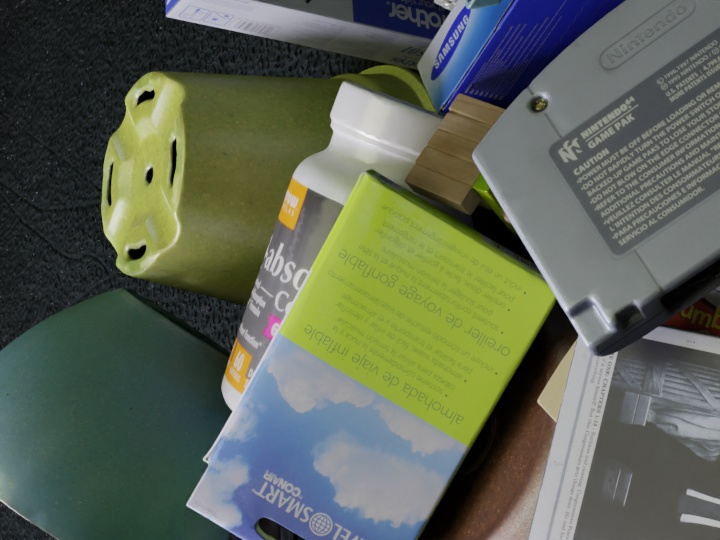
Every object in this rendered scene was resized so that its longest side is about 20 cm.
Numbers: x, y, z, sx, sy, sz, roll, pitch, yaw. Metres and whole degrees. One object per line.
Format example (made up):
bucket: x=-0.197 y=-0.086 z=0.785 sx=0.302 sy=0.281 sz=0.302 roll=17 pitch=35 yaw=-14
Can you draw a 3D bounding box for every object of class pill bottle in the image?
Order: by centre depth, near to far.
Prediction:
pill bottle: x=0.000 y=0.000 z=0.808 sx=0.116 sy=0.115 sz=0.202 roll=31 pitch=104 yaw=55

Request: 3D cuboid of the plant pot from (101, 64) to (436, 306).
plant pot: x=-0.066 y=-0.053 z=0.920 sx=0.199 sy=0.182 sz=0.203 roll=-15 pitch=72 yaw=55

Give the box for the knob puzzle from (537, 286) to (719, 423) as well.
knob puzzle: x=0.196 y=0.037 z=0.620 sx=0.218 sy=0.030 sz=0.223 roll=-11 pitch=72 yaw=39

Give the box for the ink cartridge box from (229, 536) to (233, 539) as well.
ink cartridge box: x=-0.092 y=0.246 z=0.969 sx=0.201 sy=0.115 sz=0.068 roll=58 pitch=133 yaw=46

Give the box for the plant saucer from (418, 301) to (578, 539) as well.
plant saucer: x=0.073 y=0.097 z=0.755 sx=0.200 sy=0.036 sz=0.202 roll=-45 pitch=32 yaw=38

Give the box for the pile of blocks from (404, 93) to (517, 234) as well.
pile of blocks: x=0.122 y=-0.050 z=0.699 sx=0.198 sy=0.062 sz=0.083 roll=-5 pitch=58 yaw=36

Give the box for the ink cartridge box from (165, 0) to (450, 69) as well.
ink cartridge box: x=-0.027 y=-0.192 z=0.868 sx=0.044 sy=0.198 sz=0.095 roll=-27 pitch=62 yaw=52

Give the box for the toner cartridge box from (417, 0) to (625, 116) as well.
toner cartridge box: x=0.120 y=-0.161 z=0.730 sx=0.201 sy=0.094 sz=0.044 roll=-55 pitch=41 yaw=36

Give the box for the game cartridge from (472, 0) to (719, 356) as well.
game cartridge: x=0.155 y=-0.069 z=0.616 sx=0.199 sy=0.041 sz=0.134 roll=-34 pitch=55 yaw=11

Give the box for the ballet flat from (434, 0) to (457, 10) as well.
ballet flat: x=0.097 y=-0.222 z=0.805 sx=0.200 sy=0.071 sz=0.072 roll=-48 pitch=46 yaw=41

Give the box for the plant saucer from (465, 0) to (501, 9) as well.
plant saucer: x=0.075 y=-0.217 z=0.730 sx=0.070 sy=0.019 sz=0.202 roll=-55 pitch=24 yaw=38

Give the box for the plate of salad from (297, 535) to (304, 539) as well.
plate of salad: x=0.000 y=0.157 z=0.905 sx=0.199 sy=0.048 sz=0.203 roll=-17 pitch=70 yaw=55

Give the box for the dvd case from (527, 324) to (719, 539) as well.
dvd case: x=0.166 y=0.108 z=0.589 sx=0.198 sy=0.025 sz=0.152 roll=11 pitch=85 yaw=42

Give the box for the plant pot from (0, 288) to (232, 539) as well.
plant pot: x=-0.149 y=0.093 z=0.880 sx=0.136 sy=0.199 sz=0.200 roll=-58 pitch=34 yaw=-3

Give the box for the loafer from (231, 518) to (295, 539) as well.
loafer: x=-0.081 y=0.147 z=0.991 sx=0.072 sy=0.062 sz=0.202 roll=91 pitch=174 yaw=-52

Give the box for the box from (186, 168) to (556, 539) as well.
box: x=0.006 y=0.064 z=0.731 sx=0.202 sy=0.121 sz=0.048 roll=-61 pitch=-2 yaw=8
